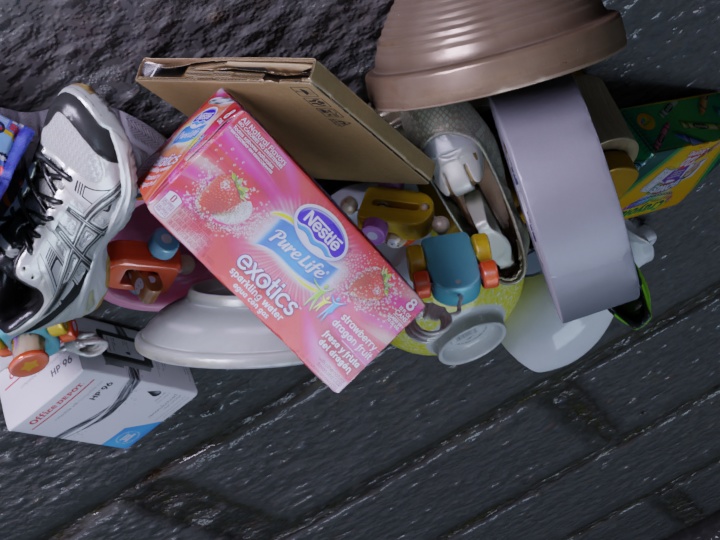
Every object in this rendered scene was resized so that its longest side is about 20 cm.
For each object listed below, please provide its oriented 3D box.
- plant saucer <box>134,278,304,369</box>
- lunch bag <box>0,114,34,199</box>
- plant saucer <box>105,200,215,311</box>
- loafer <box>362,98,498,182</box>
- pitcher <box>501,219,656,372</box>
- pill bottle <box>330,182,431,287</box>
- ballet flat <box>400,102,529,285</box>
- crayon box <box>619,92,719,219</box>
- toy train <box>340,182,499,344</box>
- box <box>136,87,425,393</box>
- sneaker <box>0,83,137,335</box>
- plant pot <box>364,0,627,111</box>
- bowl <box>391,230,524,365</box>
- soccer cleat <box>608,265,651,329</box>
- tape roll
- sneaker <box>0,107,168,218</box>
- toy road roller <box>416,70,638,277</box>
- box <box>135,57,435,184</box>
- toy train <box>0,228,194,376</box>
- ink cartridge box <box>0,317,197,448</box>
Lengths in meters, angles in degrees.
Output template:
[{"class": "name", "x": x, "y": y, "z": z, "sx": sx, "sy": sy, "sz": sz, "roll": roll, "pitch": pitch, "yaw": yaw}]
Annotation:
[{"class": "plant saucer", "x": -0.091, "y": 0.036, "z": 1.039, "sx": 0.198, "sy": 0.051, "sz": 0.200, "roll": -1, "pitch": -170, "yaw": 0}, {"class": "lunch bag", "x": -0.336, "y": -0.043, "z": 0.845, "sx": 0.150, "sy": 0.095, "sz": 0.200, "roll": 27, "pitch": 135, "yaw": -17}, {"class": "plant saucer", "x": -0.148, "y": -0.038, "z": 1.072, "sx": 0.198, "sy": 0.051, "sz": 0.201, "roll": -14, "pitch": 149, "yaw": -8}, {"class": "loafer", "x": 0.072, "y": -0.129, "z": 1.077, "sx": 0.199, "sy": 0.068, "sz": 0.076, "roll": -28, "pitch": 151, "yaw": 7}, {"class": "pitcher", "x": 0.257, "y": 0.020, "z": 1.422, "sx": 0.200, "sy": 0.121, "sz": 0.171, "roll": -48, "pitch": 157, "yaw": 17}, {"class": "pill bottle", "x": 0.000, "y": 0.000, "z": 1.167, "sx": 0.111, "sy": 0.113, "sz": 0.200, "roll": -18, "pitch": 167, "yaw": -11}, {"class": "ballet flat", "x": 0.096, "y": -0.070, "z": 1.040, "sx": 0.067, "sy": 0.063, "sz": 0.201, "roll": -25, "pitch": 123, "yaw": 17}, {"class": "crayon box", "x": 0.290, "y": -0.111, "z": 1.233, "sx": 0.199, "sy": 0.058, "sz": 0.119, "roll": -15, "pitch": 154, "yaw": -45}, {"class": "toy train", "x": 0.018, "y": -0.003, "z": 1.021, "sx": 0.150, "sy": 0.199, "sz": 0.056, "roll": -41, "pitch": 146, "yaw": -28}, {"class": "box", "x": -0.058, "y": -0.022, "z": 0.880, "sx": 0.095, "sy": 0.100, "sz": 0.200, "roll": -43, "pitch": 113, "yaw": 1}, {"class": "sneaker", "x": -0.214, "y": -0.032, "z": 0.853, "sx": 0.087, "sy": 0.075, "sz": 0.201, "roll": -27, "pitch": 144, "yaw": -43}, {"class": "plant pot", "x": 0.094, "y": -0.191, "z": 0.925, "sx": 0.199, "sy": 0.094, "sz": 0.201, "roll": -13, "pitch": -166, "yaw": 3}, {"class": "bowl", "x": 0.100, "y": 0.035, "z": 1.326, "sx": 0.198, "sy": 0.108, "sz": 0.201, "roll": -18, "pitch": 150, "yaw": -10}, {"class": "soccer cleat", "x": 0.240, "y": -0.023, "z": 1.275, "sx": 0.067, "sy": 0.081, "sz": 0.200, "roll": -38, "pitch": 107, "yaw": 13}, {"class": "tape roll", "x": 0.159, "y": -0.063, "z": 0.978, "sx": 0.066, "sy": 0.202, "sz": 0.201, "roll": -18, "pitch": 151, "yaw": 6}, {"class": "sneaker", "x": -0.244, "y": -0.069, "z": 0.950, "sx": 0.198, "sy": 0.078, "sz": 0.112, "roll": 6, "pitch": 145, "yaw": -25}, {"class": "toy road roller", "x": 0.143, "y": -0.089, "z": 1.139, "sx": 0.145, "sy": 0.124, "sz": 0.200, "roll": 3, "pitch": 142, "yaw": -36}, {"class": "box", "x": -0.054, "y": -0.115, "z": 0.963, "sx": 0.162, "sy": 0.021, "sz": 0.200, "roll": 6, "pitch": 166, "yaw": 31}, {"class": "toy train", "x": -0.232, "y": 0.037, "z": 1.027, "sx": 0.149, "sy": 0.056, "sz": 0.200, "roll": 9, "pitch": 142, "yaw": -32}, {"class": "ink cartridge box", "x": -0.273, "y": 0.109, "z": 1.211, "sx": 0.116, "sy": 0.068, "sz": 0.199, "roll": -38, "pitch": 148, "yaw": 23}]
